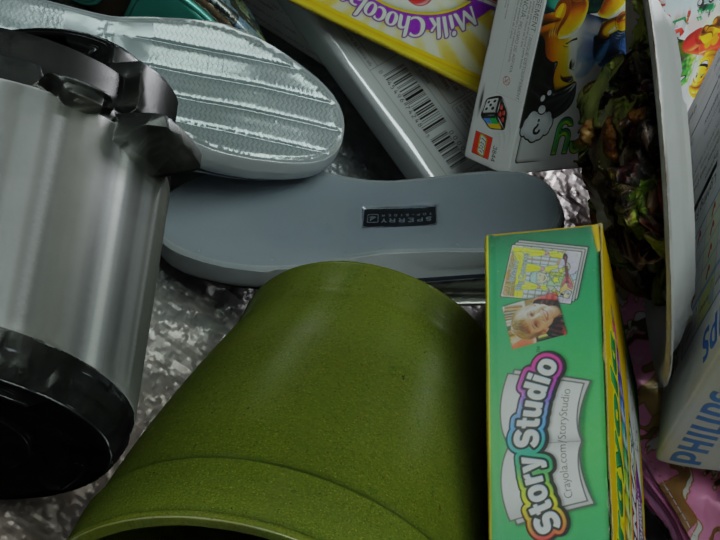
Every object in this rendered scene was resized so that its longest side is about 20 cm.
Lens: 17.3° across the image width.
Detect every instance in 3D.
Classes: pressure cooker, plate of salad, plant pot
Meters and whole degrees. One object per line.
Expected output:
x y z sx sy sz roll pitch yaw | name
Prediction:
-0.170 -0.017 1.038 0.176 0.179 0.200 13 63 -16 | pressure cooker
0.124 -0.045 1.095 0.048 0.200 0.200 -3 66 3 | plate of salad
-0.020 0.105 1.058 0.200 0.200 0.193 30 46 -10 | plant pot

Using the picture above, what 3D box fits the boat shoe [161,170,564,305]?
0.001 -0.004 1.171 0.202 0.086 0.075 -2 49 6 | boat shoe

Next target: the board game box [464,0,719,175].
0.143 -0.119 1.206 0.200 0.126 0.035 -8 27 -43 | board game box

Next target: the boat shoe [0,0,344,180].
-0.108 -0.086 1.153 0.200 0.067 0.074 19 64 -7 | boat shoe

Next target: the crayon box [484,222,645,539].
0.094 0.107 1.049 0.058 0.173 0.200 -4 63 9 | crayon box

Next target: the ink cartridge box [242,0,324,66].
0.024 -0.179 1.280 0.200 0.045 0.176 32 59 -8 | ink cartridge box

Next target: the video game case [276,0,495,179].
0.048 -0.150 1.240 0.182 0.022 0.200 -33 83 -30 | video game case

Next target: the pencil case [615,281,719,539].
0.156 0.075 1.202 0.086 0.083 0.200 -34 84 3 | pencil case

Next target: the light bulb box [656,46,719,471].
0.225 -0.026 1.103 0.125 0.198 0.200 10 63 -3 | light bulb box

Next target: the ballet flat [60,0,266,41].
-0.109 -0.149 1.193 0.200 0.074 0.074 36 57 -8 | ballet flat

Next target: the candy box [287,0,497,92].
0.010 -0.167 1.175 0.200 0.026 0.102 24 97 -11 | candy box
